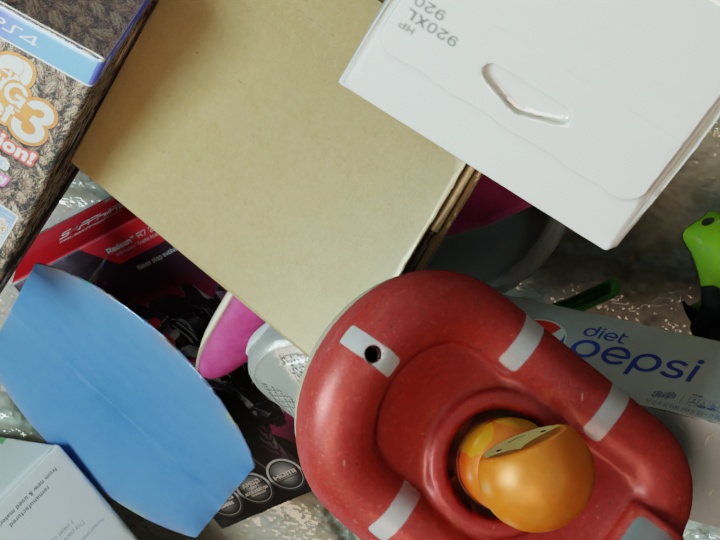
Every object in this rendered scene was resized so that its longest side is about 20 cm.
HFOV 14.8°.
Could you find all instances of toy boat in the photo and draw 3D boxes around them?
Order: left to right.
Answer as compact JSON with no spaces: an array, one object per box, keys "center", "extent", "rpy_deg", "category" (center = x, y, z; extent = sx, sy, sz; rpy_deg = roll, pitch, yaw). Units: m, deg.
[{"center":[0.066,0.087,1.253],"extent":[0.200,0.131,0.131],"rpy_deg":[38,171,-11],"category":"toy boat"}]

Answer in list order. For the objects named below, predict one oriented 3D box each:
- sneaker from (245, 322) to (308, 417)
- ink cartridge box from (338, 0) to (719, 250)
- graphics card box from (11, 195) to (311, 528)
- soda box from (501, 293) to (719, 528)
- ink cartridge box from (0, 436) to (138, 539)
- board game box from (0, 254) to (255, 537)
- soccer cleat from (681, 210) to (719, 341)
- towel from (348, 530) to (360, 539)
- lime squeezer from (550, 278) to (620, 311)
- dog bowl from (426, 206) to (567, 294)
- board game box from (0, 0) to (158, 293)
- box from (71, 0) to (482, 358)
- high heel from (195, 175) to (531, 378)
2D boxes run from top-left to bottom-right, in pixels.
[{"center":[0.025,0.091,1.350],"extent":[0.200,0.082,0.075],"rpy_deg":[33,137,7],"category":"sneaker"},{"center":[0.109,-0.143,1.244],"extent":[0.147,0.200,0.145],"rpy_deg":[31,130,-3],"category":"ink cartridge box"},{"center":[-0.086,0.044,1.555],"extent":[0.125,0.051,0.200],"rpy_deg":[-25,114,33],"category":"graphics card box"},{"center":[0.119,0.067,1.373],"extent":[0.200,0.063,0.068],"rpy_deg":[12,129,27],"category":"soda box"},{"center":[-0.178,0.197,1.646],"extent":[0.200,0.088,0.145],"rpy_deg":[54,156,-19],"category":"ink cartridge box"},{"center":[-0.122,0.063,1.517],"extent":[0.158,0.039,0.200],"rpy_deg":[41,150,2],"category":"board game box"},{"center":[0.210,0.048,1.444],"extent":[0.081,0.067,0.200],"rpy_deg":[36,153,39],"category":"soccer cleat"},{"center":[0.044,0.224,1.553],"extent":[0.034,0.200,0.193],"rpy_deg":[-21,148,-13],"category":"towel"},{"center":[0.052,0.028,1.492],"extent":[0.199,0.038,0.071],"rpy_deg":[-7,142,20],"category":"lime squeezer"},{"center":[0.025,-0.064,1.410],"extent":[0.199,0.059,0.200],"rpy_deg":[5,126,7],"category":"dog bowl"},{"center":[-0.178,-0.102,1.411],"extent":[0.097,0.160,0.200],"rpy_deg":[29,130,-3],"category":"board game box"},{"center":[-0.035,-0.068,1.340],"extent":[0.200,0.021,0.164],"rpy_deg":[38,106,28],"category":"box"},{"center":[0.000,0.000,1.384],"extent":[0.096,0.067,0.200],"rpy_deg":[37,111,-3],"category":"high heel"}]
